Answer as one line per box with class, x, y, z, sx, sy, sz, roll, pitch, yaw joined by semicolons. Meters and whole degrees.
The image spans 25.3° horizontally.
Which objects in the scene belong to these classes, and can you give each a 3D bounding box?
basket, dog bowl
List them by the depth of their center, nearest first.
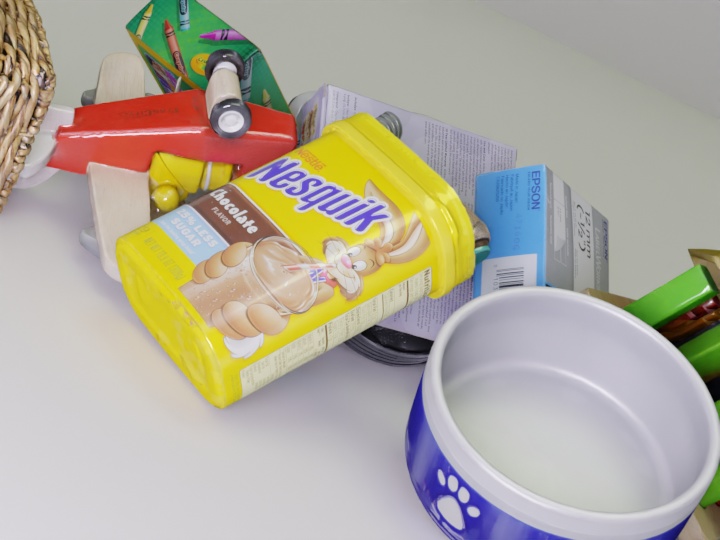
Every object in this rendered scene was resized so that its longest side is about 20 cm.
dog bowl;0.131;0.108;1.057;0.198;0.079;0.201;10;42;-9
basket;-0.316;-0.151;1.116;0.148;0.144;0.200;16;21;-36

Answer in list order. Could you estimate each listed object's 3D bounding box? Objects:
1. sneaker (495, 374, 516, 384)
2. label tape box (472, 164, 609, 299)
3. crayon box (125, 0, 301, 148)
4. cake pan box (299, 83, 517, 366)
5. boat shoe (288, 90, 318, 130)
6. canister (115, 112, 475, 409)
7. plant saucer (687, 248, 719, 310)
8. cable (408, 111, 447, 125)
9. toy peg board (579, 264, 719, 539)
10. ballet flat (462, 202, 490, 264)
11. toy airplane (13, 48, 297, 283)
sneaker;0.155;0.125;1.173;0.198;0.075;0.100;16;21;-34
label tape box;0.157;0.019;1.263;0.065;0.145;0.199;-9;-21;30
crayon box;-0.112;-0.138;1.368;0.119;0.058;0.200;39;-13;30
cake pan box;0.036;-0.027;1.259;0.182;0.052;0.202;13;65;-23
boat shoe;-0.009;-0.126;1.486;0.199;0.071;0.066;13;15;-48
canister;-0.045;-0.009;1.068;0.199;0.087;0.148;-28;50;-22
plant saucer;0.321;0.067;1.222;0.202;0.048;0.200;65;7;0
cable;0.051;-0.039;1.357;0.198;0.069;0.202;3;61;-36
toy peg board;0.271;0.095;1.220;0.199;0.097;0.202;12;52;-62
ballet flat;0.000;0.000;1.160;0.199;0.068;0.068;-26;78;-22
toy airplane;-0.170;-0.078;1.193;0.198;0.142;0.200;26;51;28
